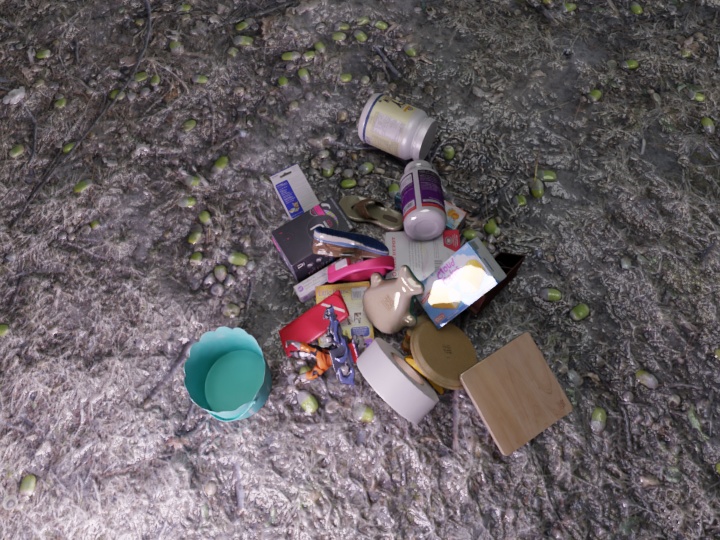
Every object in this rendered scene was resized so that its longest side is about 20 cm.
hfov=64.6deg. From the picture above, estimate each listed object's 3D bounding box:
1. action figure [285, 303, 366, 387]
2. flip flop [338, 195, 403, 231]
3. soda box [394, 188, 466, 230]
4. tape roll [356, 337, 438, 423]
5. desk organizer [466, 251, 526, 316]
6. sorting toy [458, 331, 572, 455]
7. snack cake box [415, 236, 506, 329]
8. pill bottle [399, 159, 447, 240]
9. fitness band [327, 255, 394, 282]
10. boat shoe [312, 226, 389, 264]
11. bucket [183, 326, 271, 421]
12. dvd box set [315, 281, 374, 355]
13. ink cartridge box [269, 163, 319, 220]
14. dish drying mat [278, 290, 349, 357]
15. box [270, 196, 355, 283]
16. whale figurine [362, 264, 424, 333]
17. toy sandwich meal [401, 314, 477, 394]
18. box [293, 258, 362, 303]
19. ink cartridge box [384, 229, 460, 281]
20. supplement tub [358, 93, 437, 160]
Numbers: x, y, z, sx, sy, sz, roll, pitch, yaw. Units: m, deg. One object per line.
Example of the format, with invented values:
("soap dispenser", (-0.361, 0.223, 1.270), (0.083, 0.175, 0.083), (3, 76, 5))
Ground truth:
("action figure", (-0.080, 0.176, 1.357), (0.189, 0.105, 0.205), (-8, 99, -5))
("flip flop", (0.032, -0.165, 1.575), (0.197, 0.058, 0.082), (22, 67, 13))
("soda box", (0.190, -0.165, 1.561), (0.198, 0.064, 0.069), (33, 70, 18))
("tape roll", (0.084, 0.247, 1.289), (0.071, 0.202, 0.202), (-47, 69, 5))
("desk organizer", (0.328, 0.017, 1.425), (0.071, 0.078, 0.199), (39, 55, 19))
("sorting toy", (0.348, 0.281, 1.312), (0.196, 0.070, 0.202), (-28, 83, -13))
("snack cake box", (0.227, 0.030, 1.329), (0.116, 0.200, 0.067), (53, 36, 10))
("pill bottle", (0.159, -0.186, 1.467), (0.110, 0.113, 0.203), (-4, 54, 2))
("fitness band", (0.000, 0.000, 1.401), (0.141, 0.199, 0.038), (-1, 78, -30))
("boat shoe", (-0.027, -0.054, 1.440), (0.196, 0.074, 0.073), (14, 24, -5))
("bucket", (-0.308, 0.253, 1.353), (0.202, 0.135, 0.211), (-2, 63, 3))
("dvd box set", (-0.038, 0.133, 1.433), (0.143, 0.029, 0.205), (-6, 74, 1))
("ink cartridge box", (-0.179, -0.206, 1.622), (0.093, 0.037, 0.202), (-26, 68, -8))
("dish drying mat", (-0.119, 0.132, 1.418), (0.198, 0.018, 0.078), (-34, 66, 15))
("box", (-0.121, -0.083, 1.519), (0.198, 0.107, 0.123), (-32, 66, -11))
("whale figurine", (0.090, 0.060, 1.357), (0.160, 0.201, 0.103), (49, 46, 12))
("toy sandwich meal", (0.188, 0.203, 1.368), (0.201, 0.071, 0.208), (15, 49, -17))
("box", (-0.083, 0.015, 1.506), (0.198, 0.042, 0.039), (-31, 66, -12))
("ink cartridge box", (0.163, -0.022, 1.482), (0.195, 0.086, 0.151), (-2, 64, 5))
("supplement tub", (0.108, -0.409, 1.639), (0.197, 0.146, 0.146), (26, 68, 15))
